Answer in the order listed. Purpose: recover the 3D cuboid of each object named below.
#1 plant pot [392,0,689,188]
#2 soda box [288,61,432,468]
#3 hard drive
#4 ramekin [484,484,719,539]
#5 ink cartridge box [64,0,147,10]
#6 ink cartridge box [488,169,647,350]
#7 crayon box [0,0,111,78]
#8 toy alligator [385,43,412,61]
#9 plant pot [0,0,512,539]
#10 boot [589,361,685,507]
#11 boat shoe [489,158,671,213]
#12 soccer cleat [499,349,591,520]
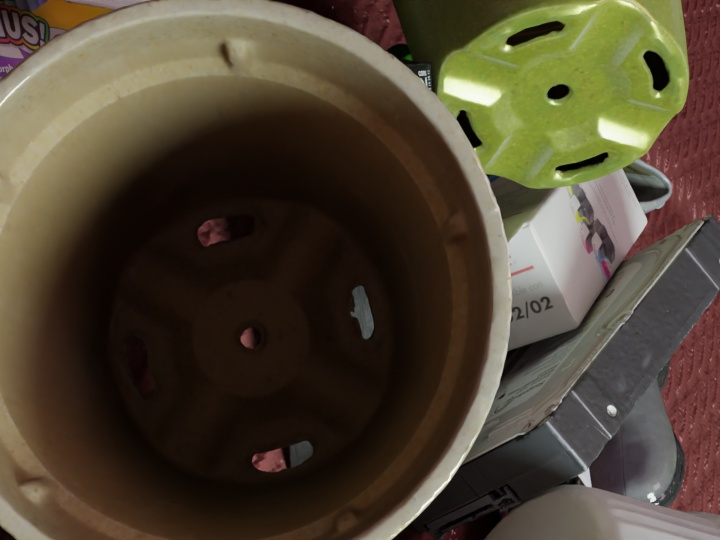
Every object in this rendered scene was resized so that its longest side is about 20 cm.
[{"bbox_3d":[0.094,-0.153,0.859,0.200,0.200,0.185,39,32,-41],"label":"plant pot"},{"bbox_3d":[0.000,0.000,0.792,0.063,0.071,0.201,-14,101,-60],"label":"soda box"},{"bbox_3d":[0.114,0.057,0.877,0.038,0.140,0.200,48,50,-4],"label":"hard drive"},{"bbox_3d":[0.112,0.202,0.778,0.097,0.201,0.201,22,50,-18],"label":"ramekin"},{"bbox_3d":[-0.127,-0.193,0.665,0.200,0.068,0.116,49,24,20],"label":"ink cartridge box"},{"bbox_3d":[0.078,-0.002,0.922,0.068,0.115,0.200,63,32,-10],"label":"ink cartridge box"},{"bbox_3d":[-0.159,-0.077,0.638,0.200,0.058,0.119,-15,86,-60],"label":"crayon box"},{"bbox_3d":[-0.021,-0.096,0.883,0.200,0.059,0.054,-16,127,-60],"label":"toy alligator"},{"bbox_3d":[-0.048,0.018,0.614,0.184,0.200,0.201,77,-3,-83],"label":"plant pot"},{"bbox_3d":[0.154,0.061,1.054,0.132,0.070,0.200,58,20,-29],"label":"boot"},{"bbox_3d":[0.150,-0.070,1.127,0.202,0.065,0.075,21,55,-52],"label":"boat shoe"},{"bbox_3d":[0.107,0.119,0.963,0.200,0.068,0.073,-92,-178,-47],"label":"soccer cleat"}]
